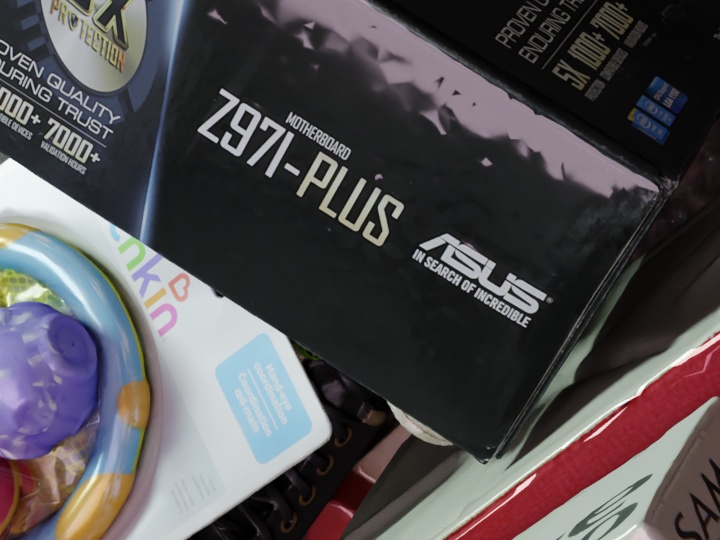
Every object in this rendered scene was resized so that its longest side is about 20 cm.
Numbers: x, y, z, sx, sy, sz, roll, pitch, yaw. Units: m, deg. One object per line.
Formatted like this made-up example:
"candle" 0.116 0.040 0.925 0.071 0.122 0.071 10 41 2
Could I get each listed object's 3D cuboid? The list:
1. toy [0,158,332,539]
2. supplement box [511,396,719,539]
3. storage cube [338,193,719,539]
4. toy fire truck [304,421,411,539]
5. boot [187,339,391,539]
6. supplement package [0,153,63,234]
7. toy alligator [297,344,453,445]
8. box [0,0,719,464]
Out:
"toy" -0.114 0.044 0.737 0.200 0.047 0.115 -37 70 26
"supplement box" 0.083 0.146 0.602 0.126 0.074 0.200 -38 93 26
"storage cube" 0.102 0.096 0.713 0.200 0.171 0.180 -38 95 27
"toy fire truck" 0.080 0.052 0.827 0.141 0.049 0.200 33 119 4
"boot" -0.040 0.065 0.791 0.077 0.200 0.138 40 116 -16
"supplement package" -0.149 -0.034 0.834 0.200 0.117 0.117 33 116 3
"toy alligator" 0.000 0.000 0.754 0.059 0.200 0.054 24 118 -18
"box" 0.011 -0.065 0.717 0.164 0.200 0.086 33 118 5
